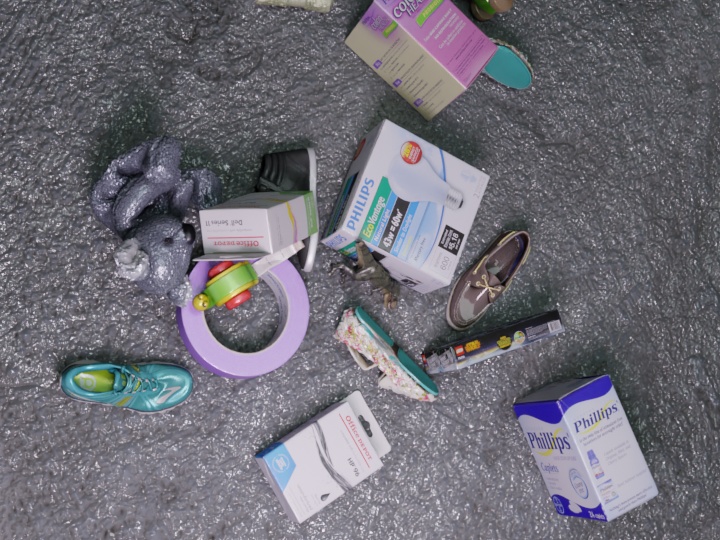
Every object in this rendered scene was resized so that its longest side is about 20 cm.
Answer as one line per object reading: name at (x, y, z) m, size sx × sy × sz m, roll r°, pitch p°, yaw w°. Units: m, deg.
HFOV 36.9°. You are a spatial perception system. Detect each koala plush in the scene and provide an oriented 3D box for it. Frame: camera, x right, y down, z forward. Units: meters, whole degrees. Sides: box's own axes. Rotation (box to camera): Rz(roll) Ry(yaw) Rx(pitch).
koala plush at (-0.298, -0.053, 1.556) m, size 0.181 × 0.177 × 0.203 m, roll -21°, pitch 65°, yaw 16°

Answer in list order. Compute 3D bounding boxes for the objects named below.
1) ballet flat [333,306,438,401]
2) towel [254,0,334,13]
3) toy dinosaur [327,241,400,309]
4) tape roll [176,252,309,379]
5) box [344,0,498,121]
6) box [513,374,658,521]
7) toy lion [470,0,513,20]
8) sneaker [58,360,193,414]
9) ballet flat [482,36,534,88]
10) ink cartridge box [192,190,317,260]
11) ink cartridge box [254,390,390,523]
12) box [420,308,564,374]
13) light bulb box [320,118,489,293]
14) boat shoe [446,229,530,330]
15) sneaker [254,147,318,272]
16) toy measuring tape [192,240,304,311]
ballet flat at (0.037, 0.143, 1.703) m, size 0.064 × 0.076 × 0.200 m, roll -43°, pitch 92°, yaw 16°
towel at (-0.111, -0.530, 1.781) m, size 0.145 × 0.036 × 0.205 m, roll 3°, pitch 80°, yaw -16°
toy dinosaur at (0.000, 0.000, 1.686) m, size 0.086 × 0.200 × 0.048 m, roll -4°, pitch 62°, yaw 20°
tape roll at (-0.180, 0.062, 1.650) m, size 0.196 × 0.066 × 0.205 m, roll 3°, pitch 80°, yaw -17°
box at (0.095, -0.366, 1.745) m, size 0.199 × 0.176 × 0.097 m, roll 41°, pitch 72°, yaw -6°
box at (0.353, 0.281, 1.717) m, size 0.103 × 0.184 × 0.203 m, roll -22°, pitch 87°, yaw -17°
toy lion at (0.204, -0.547, 1.853) m, size 0.198 × 0.068 × 0.195 m, roll 23°, pitch 72°, yaw -29°
sneaker at (-0.340, 0.169, 1.574) m, size 0.196 × 0.080 × 0.079 m, roll 2°, pitch 80°, yaw -17°
ballet flat at (0.212, -0.380, 1.844) m, size 0.197 × 0.076 × 0.065 m, roll 24°, pitch 41°, yaw -18°
ink cartridge box at (-0.155, -0.067, 1.566) m, size 0.115 × 0.200 × 0.069 m, roll -1°, pitch 103°, yaw 22°
ink cartridge box at (-0.047, 0.281, 1.653) m, size 0.198 × 0.068 × 0.117 m, roll -32°, pitch 91°, yaw -20°
box at (0.209, 0.115, 1.724) m, size 0.197 × 0.137 × 0.041 m, roll -17°, pitch 86°, yaw -19°
light bulb box at (0.070, -0.099, 1.721) m, size 0.197 × 0.125 × 0.201 m, roll 25°, pitch 75°, yaw -13°
boat shoe at (0.213, 0.012, 1.781) m, size 0.072 × 0.059 × 0.201 m, roll 42°, pitch 72°, yaw -7°
sneaker at (-0.118, -0.096, 1.695) m, size 0.097 × 0.071 × 0.204 m, roll 0°, pitch 76°, yaw -15°
toy measuring tape at (-0.162, 0.001, 1.594) m, size 0.198 × 0.073 × 0.074 m, roll -32°, pitch 91°, yaw -19°
